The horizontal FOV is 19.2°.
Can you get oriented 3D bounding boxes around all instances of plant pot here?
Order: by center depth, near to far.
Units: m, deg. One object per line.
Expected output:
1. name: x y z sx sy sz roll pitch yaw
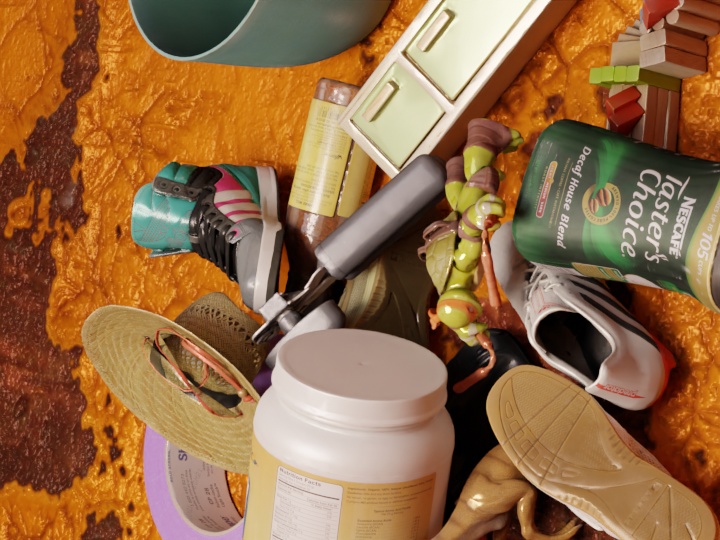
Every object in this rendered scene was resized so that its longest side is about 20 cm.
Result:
1. plant pot: -0.067 -0.254 1.720 0.200 0.161 0.201 -10 76 46

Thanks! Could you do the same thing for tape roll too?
1. tape roll: -0.094 0.150 1.754 0.200 0.066 0.201 -11 75 46

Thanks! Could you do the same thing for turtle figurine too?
1. turtle figurine: 0.073 -0.015 1.503 0.200 0.064 0.162 91 -172 -56

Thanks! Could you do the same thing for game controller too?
1. game controller: 0.071 0.138 1.600 0.104 0.042 0.200 52 122 23

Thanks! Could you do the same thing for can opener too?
1. can opener: 0.000 0.000 1.595 0.200 0.053 0.067 -42 80 12

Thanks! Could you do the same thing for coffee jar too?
1. coffee jar: 0.205 -0.033 1.413 0.200 0.085 0.105 15 86 37

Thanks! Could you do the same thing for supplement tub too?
1. supplement tub: -0.010 0.157 1.532 0.145 0.144 0.201 31 121 46

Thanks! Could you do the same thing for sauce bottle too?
1. sauce bottle: -0.028 -0.052 1.713 0.066 0.066 0.201 20 97 48

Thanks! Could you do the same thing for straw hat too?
1. straw hat: -0.116 0.065 1.667 0.201 0.201 0.085 0 46 48

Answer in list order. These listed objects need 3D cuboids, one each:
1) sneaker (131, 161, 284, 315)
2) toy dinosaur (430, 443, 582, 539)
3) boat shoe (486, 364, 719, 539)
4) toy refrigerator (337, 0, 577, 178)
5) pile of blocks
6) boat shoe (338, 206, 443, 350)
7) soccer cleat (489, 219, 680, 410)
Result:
1. sneaker: -0.125 -0.030 1.721 0.200 0.120 0.084 -101 16 -62
2. toy dinosaur: 0.091 0.167 1.507 0.200 0.106 0.060 -49 12 -18
3. boat shoe: 0.166 0.142 1.449 0.071 0.069 0.200 -47 58 -1
4. toy refrigerator: 0.074 -0.161 1.598 0.076 0.070 0.200 46 121 12
5. pile of blocks: 0.203 -0.171 1.479 0.082 0.062 0.200 37 110 45
6. boat shoe: 0.011 0.040 1.644 0.063 0.073 0.201 -12 64 62
7. soccer cleat: 0.141 0.025 1.497 0.200 0.085 0.069 51 120 40
